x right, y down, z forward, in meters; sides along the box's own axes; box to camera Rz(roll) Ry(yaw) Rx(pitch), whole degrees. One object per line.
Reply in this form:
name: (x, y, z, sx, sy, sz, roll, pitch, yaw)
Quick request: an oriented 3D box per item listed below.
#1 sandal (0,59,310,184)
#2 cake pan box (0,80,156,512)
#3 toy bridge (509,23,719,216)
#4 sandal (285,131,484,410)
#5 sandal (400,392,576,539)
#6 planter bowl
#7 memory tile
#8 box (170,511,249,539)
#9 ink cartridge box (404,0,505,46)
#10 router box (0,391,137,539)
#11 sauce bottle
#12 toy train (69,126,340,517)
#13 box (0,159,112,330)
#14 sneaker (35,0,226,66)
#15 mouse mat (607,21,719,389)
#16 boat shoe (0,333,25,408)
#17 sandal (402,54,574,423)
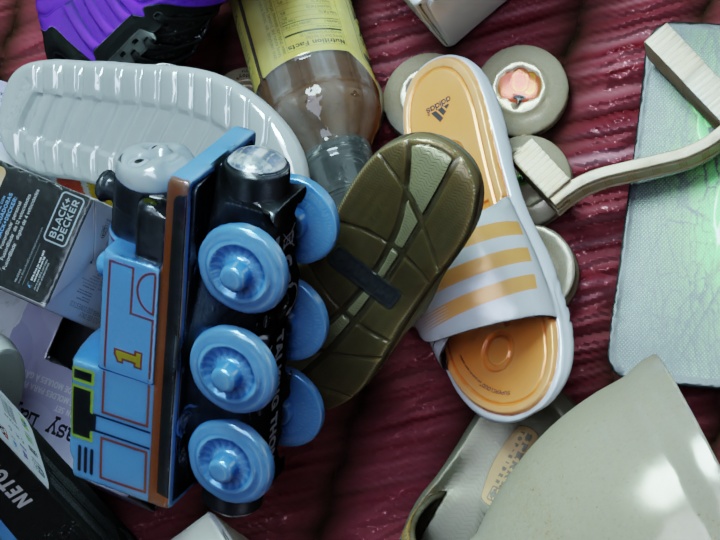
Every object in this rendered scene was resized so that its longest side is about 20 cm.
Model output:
sandal: (-0.098, -0.069, 1.523, 0.203, 0.050, 0.083, 21, 103, 33)
cake pan box: (-0.156, 0.009, 1.577, 0.200, 0.052, 0.184, 22, 87, 21)
toy bridge: (0.174, -0.096, 1.535, 0.200, 0.027, 0.067, -40, 70, -4)
sandal: (0.000, 0.000, 1.474, 0.080, 0.054, 0.200, 42, 125, 1)
sandal: (0.052, 0.146, 1.496, 0.080, 0.054, 0.200, 23, 83, 17)
planter bowl: (0.124, 0.158, 1.403, 0.135, 0.200, 0.200, -27, 73, 1)
memory tile: (0.014, -0.041, 1.576, 0.200, 0.017, 0.153, -4, 77, 12)
box: (-0.122, 0.217, 1.504, 0.200, 0.095, 0.078, -36, 66, 1)
ink cartridge box: (0.033, -0.241, 1.582, 0.145, 0.084, 0.200, -40, 71, 1)
router box: (-0.210, 0.139, 1.489, 0.149, 0.200, 0.051, -27, 51, 6)
sauce bottle: (-0.026, -0.102, 1.554, 0.065, 0.065, 0.200, -19, 61, 8)
toy train: (-0.078, 0.025, 1.438, 0.114, 0.087, 0.200, 16, 121, 19)
box: (-0.207, -0.034, 1.517, 0.200, 0.117, 0.060, 23, 88, 20)
sneaker: (-0.105, -0.131, 1.563, 0.200, 0.070, 0.100, -3, 88, 55)
mouse mat: (0.215, -0.032, 1.522, 0.161, 0.008, 0.200, 4, 71, 14)
boat shoe: (-0.242, 0.091, 1.532, 0.072, 0.070, 0.201, 51, 126, 23)
sandal: (0.044, -0.018, 1.507, 0.079, 0.059, 0.207, -33, 60, 33)
